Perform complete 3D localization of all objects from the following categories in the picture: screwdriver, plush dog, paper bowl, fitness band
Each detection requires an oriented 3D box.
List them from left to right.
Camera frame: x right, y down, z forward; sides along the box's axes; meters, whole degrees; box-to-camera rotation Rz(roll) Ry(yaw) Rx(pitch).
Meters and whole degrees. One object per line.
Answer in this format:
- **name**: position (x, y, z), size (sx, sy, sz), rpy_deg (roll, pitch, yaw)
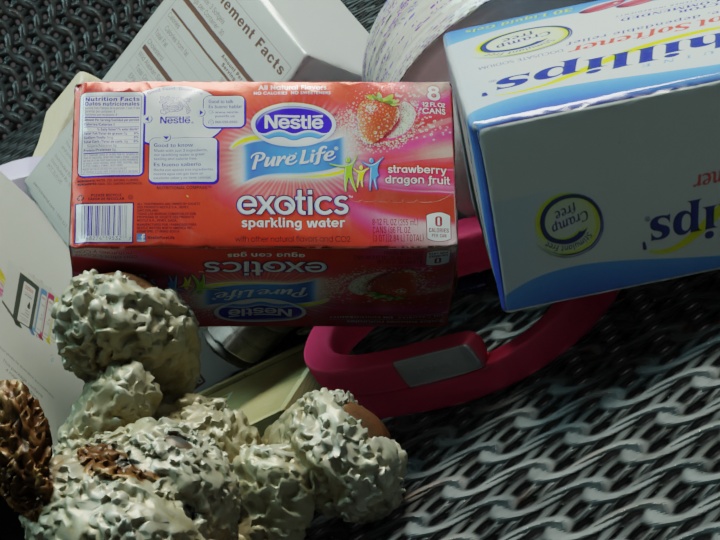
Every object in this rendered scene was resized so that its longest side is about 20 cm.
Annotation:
- **plush dog**: position (-0.101, 0.114, 1.328), size (0.161, 0.199, 0.172), rpy_deg (-62, -10, 20)
- **screwdriver**: position (0.044, 0.010, 1.604), size (0.199, 0.028, 0.029), rpy_deg (-11, 61, 33)
- **fitness band**: position (0.057, 0.020, 1.506), size (0.199, 0.038, 0.144), rpy_deg (-13, 29, 42)
- **paper bowl**: position (0.107, -0.097, 1.579), size (0.200, 0.201, 0.105), rpy_deg (-29, 46, 11)

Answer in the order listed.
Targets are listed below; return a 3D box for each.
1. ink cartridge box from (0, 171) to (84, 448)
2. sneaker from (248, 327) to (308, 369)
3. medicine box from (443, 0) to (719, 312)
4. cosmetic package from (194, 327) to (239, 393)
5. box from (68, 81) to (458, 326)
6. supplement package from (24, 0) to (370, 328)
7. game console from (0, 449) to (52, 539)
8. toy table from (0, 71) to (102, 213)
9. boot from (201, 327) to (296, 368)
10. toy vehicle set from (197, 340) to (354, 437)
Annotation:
- **ink cartridge box**: position (-0.267, 0.060, 1.782), size (0.147, 0.145, 0.201), rpy_deg (-26, 36, 24)
- **sneaker**: position (0.000, 0.000, 1.722), size (0.200, 0.074, 0.089), rpy_deg (-40, 17, 9)
- **medicine box**: position (0.144, -0.071, 1.406), size (0.181, 0.103, 0.200), rpy_deg (-12, 17, 1)
- **cosmetic package**: position (-0.103, 0.014, 1.872), size (0.113, 0.081, 0.200), rpy_deg (-36, 11, -3)
- **box**: position (-0.050, -0.034, 1.427), size (0.199, 0.100, 0.096), rpy_deg (-1, -27, -2)
- **supplement package**: position (-0.085, -0.079, 1.664), size (0.200, 0.117, 0.117), rpy_deg (-50, -33, 17)
- **game console**: position (-0.249, 0.188, 1.440), size (0.176, 0.117, 0.200), rpy_deg (-18, 17, 47)
- **toy table**: position (-0.238, -0.040, 1.906), size (0.200, 0.184, 0.117), rpy_deg (-34, 36, 29)
- **boot**: position (-0.042, 0.006, 1.587), size (0.132, 0.070, 0.200), rpy_deg (-47, -10, 11)
- **toy vehicle set**: position (-0.103, 0.106, 1.633), size (0.199, 0.027, 0.124), rpy_deg (-26, 12, 23)
